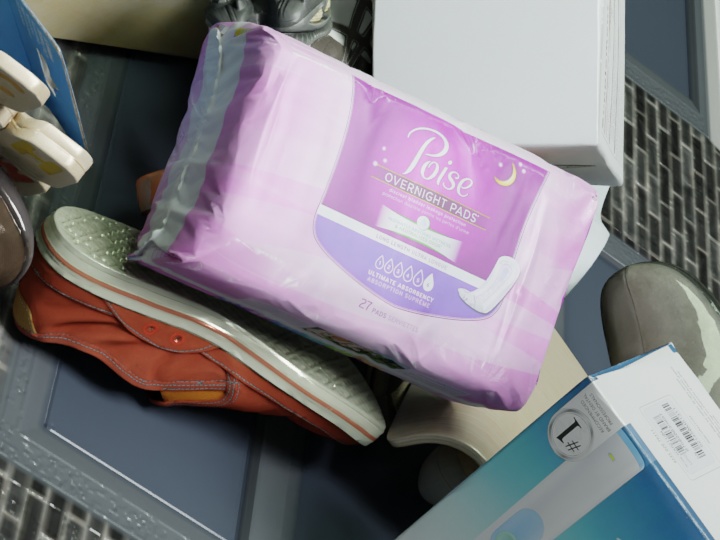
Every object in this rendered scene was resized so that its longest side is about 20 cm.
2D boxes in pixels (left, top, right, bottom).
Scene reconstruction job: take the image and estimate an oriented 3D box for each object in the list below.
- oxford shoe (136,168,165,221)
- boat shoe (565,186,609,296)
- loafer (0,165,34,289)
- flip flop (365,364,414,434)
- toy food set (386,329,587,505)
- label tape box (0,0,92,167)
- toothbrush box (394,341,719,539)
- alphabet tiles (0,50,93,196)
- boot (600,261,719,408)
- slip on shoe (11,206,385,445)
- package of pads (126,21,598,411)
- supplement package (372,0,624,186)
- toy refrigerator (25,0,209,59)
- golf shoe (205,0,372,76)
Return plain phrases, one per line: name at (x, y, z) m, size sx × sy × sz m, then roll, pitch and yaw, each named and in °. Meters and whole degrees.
oxford shoe at (-0.008, -0.018, 1.396) m, size 0.200 × 0.071 × 0.073 m, roll -5°, pitch 83°, yaw -5°
boat shoe at (0.094, -0.045, 1.615) m, size 0.086 × 0.075 × 0.202 m, roll 41°, pitch 29°, yaw -11°
loafer at (-0.234, -0.046, 1.226) m, size 0.200 × 0.073 × 0.071 m, roll 36°, pitch 43°, yaw -9°
flip flop at (0.000, 0.000, 1.458) m, size 0.081 × 0.058 × 0.200 m, roll 67°, pitch 12°, yaw -55°
toy food set at (0.093, 0.123, 1.431) m, size 0.200 × 0.060 × 0.144 m, roll 55°, pitch 28°, yaw -15°
label tape box at (-0.204, -0.135, 1.286) m, size 0.200 × 0.063 × 0.144 m, roll 57°, pitch -9°, yaw 16°
toothbrush box at (0.096, 0.152, 1.268) m, size 0.146 × 0.200 × 0.085 m, roll 55°, pitch 33°, yaw 12°
alphabet tiles at (-0.209, -0.097, 1.230) m, size 0.200 × 0.196 × 0.015 m, roll 38°, pitch 74°, yaw -17°
boot at (0.149, 0.080, 1.423) m, size 0.131 × 0.068 × 0.200 m, roll 14°, pitch 56°, yaw -58°
slip on shoe at (-0.074, 0.036, 1.326) m, size 0.200 × 0.061 × 0.074 m, roll 26°, pitch 24°, yaw -28°
package of pads at (0.003, -0.024, 1.306) m, size 0.200 × 0.076 × 0.121 m, roll 24°, pitch 81°, yaw -27°
supplement package at (0.075, -0.110, 1.476) m, size 0.200 × 0.117 × 0.117 m, roll 26°, pitch 66°, yaw -80°
toy refrigerator at (-0.136, -0.163, 1.473) m, size 0.200 × 0.070 × 0.076 m, roll 4°, pitch 48°, yaw -52°
golf shoe at (-0.027, -0.114, 1.449) m, size 0.200 × 0.078 × 0.095 m, roll -43°, pitch 124°, yaw -65°
